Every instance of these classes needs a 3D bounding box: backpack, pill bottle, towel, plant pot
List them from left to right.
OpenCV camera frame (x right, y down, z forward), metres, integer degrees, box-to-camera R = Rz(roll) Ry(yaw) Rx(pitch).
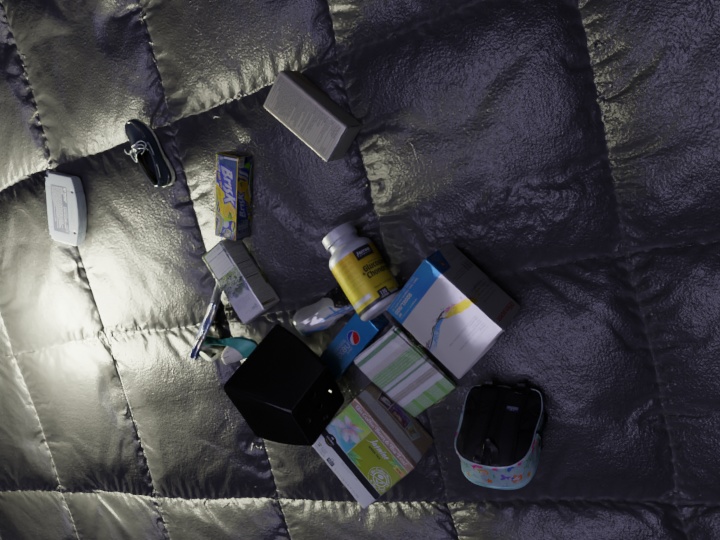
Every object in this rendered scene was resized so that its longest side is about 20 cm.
[{"bbox_3d":[-0.387,0.111,1.643,0.023,0.148,0.202,20,122,-14],"label":"towel"},{"bbox_3d":[-0.156,0.280,1.471,0.175,0.201,0.201,16,143,38],"label":"plant pot"},{"bbox_3d":[0.000,0.000,1.413,0.112,0.111,0.202,-38,79,31],"label":"pill bottle"},{"bbox_3d":[0.099,0.229,1.452,0.200,0.031,0.149,43,122,-10],"label":"towel"},{"bbox_3d":[0.284,0.345,1.315,0.174,0.201,0.153,0,125,26],"label":"backpack"}]

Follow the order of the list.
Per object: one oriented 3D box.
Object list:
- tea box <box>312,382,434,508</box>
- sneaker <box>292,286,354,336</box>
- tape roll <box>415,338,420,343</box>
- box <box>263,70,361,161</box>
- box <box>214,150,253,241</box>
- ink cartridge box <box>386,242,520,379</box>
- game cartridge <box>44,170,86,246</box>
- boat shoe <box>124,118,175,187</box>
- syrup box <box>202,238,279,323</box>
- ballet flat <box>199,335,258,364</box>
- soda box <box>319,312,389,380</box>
[{"bbox_3d":[0.026,0.398,1.503,0.200,0.133,0.197,47,119,9],"label":"tea box"},{"bbox_3d":[-0.068,0.095,1.516,0.198,0.073,0.073,-26,130,24],"label":"sneaker"},{"bbox_3d":[0.185,0.081,1.385,0.199,0.037,0.207,9,109,26],"label":"tape roll"},{"bbox_3d":[-0.104,-0.335,1.399,0.200,0.077,0.095,43,119,11],"label":"box"},{"bbox_3d":[-0.306,-0.180,1.560,0.069,0.064,0.204,14,110,24],"label":"box"},{"bbox_3d":[0.186,0.077,1.277,0.200,0.147,0.145,43,119,11],"label":"ink cartridge box"},{"bbox_3d":[-0.850,-0.179,1.870,0.131,0.041,0.204,15,111,28],"label":"game cartridge"},{"bbox_3d":[-0.553,-0.301,1.659,0.074,0.062,0.202,-30,88,33],"label":"boat shoe"},{"bbox_3d":[-0.295,0.021,1.600,0.078,0.081,0.202,-35,87,28],"label":"syrup box"},{"bbox_3d":[-0.356,0.213,1.690,0.197,0.071,0.068,1,134,29],"label":"ballet flat"},{"bbox_3d":[-0.022,0.170,1.505,0.068,0.064,0.201,45,120,10],"label":"soda box"}]
